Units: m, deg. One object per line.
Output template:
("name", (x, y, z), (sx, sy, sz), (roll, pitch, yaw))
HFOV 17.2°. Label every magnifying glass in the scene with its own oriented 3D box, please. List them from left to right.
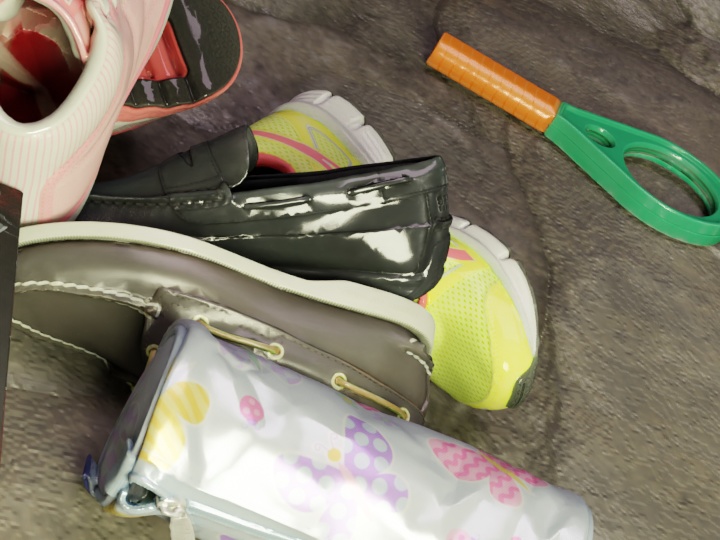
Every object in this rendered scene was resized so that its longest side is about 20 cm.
("magnifying glass", (0.128, -0.077, 1.370), (0.200, 0.022, 0.080), (32, 31, -2))

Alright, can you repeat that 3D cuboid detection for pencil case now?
("pencil case", (-0.006, 0.093, 0.950), (0.200, 0.083, 0.091), (24, 19, -13))

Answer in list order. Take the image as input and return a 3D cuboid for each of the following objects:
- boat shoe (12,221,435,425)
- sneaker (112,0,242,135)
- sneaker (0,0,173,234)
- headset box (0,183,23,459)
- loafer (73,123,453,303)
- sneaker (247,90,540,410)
("boat shoe", (-0.063, 0.030, 1.004), (0.201, 0.072, 0.061), (12, 61, -16))
("sneaker", (-0.153, -0.074, 1.087), (0.200, 0.087, 0.074), (-15, 84, -27))
("sneaker", (-0.121, -0.117, 0.999), (0.075, 0.105, 0.200), (13, 64, -1))
("headset box", (-0.209, 0.029, 0.874), (0.149, 0.075, 0.200), (21, 33, -18))
("loafer", (-0.059, -0.030, 1.045), (0.200, 0.070, 0.068), (5, 10, 0))
("sneaker", (0.000, 0.000, 1.110), (0.090, 0.078, 0.200), (-20, 52, -41))
